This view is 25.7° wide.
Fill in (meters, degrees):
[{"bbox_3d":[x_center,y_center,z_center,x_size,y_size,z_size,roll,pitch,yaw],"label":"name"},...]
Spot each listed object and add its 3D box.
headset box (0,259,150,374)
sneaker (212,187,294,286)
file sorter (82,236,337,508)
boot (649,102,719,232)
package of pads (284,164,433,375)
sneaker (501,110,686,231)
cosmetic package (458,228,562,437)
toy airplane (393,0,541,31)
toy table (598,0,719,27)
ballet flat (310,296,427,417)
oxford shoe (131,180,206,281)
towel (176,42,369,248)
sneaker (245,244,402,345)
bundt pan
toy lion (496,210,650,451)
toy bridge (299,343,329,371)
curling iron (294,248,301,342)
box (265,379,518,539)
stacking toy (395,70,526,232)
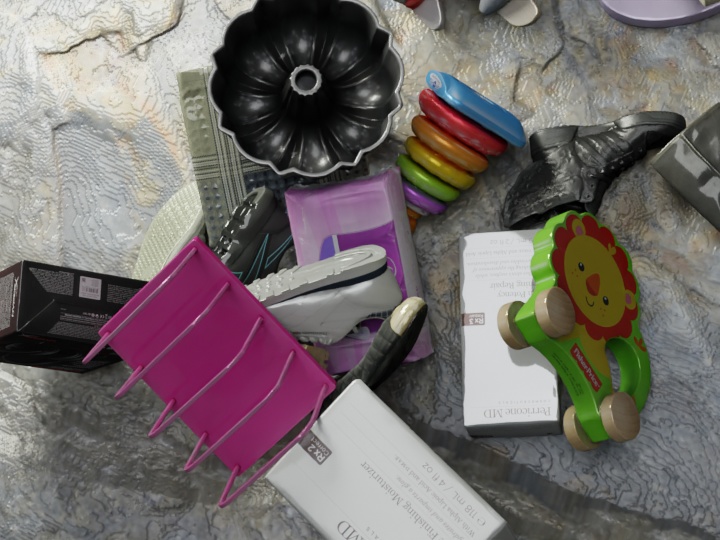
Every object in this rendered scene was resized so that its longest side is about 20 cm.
[{"bbox_3d":[-0.320,0.053,1.632,0.148,0.199,0.078,11,72,-32],"label":"headset box"},{"bbox_3d":[-0.134,0.012,1.645,0.079,0.075,0.201,40,83,-23],"label":"sneaker"},{"bbox_3d":[-0.144,0.100,1.489,0.139,0.126,0.200,-42,97,14],"label":"file sorter"},{"bbox_3d":[0.367,-0.044,1.586,0.182,0.073,0.200,-43,89,-17],"label":"boot"},{"bbox_3d":[0.000,0.000,1.625,0.119,0.076,0.202,-10,95,13],"label":"package of pads"},{"bbox_3d":[0.245,-0.100,1.650,0.198,0.060,0.105,-7,73,14],"label":"sneaker"},{"bbox_3d":[0.153,0.065,1.614,0.100,0.074,0.202,-4,73,9],"label":"cosmetic package"},{"bbox_3d":[0.104,-0.361,1.702,0.198,0.141,0.201,4,76,11],"label":"toy airplane"},{"bbox_3d":[0.342,-0.346,1.667,0.199,0.117,0.185,-30,71,2],"label":"toy table"},{"bbox_3d":[0.002,0.090,1.550,0.057,0.066,0.200,47,128,11],"label":"ballet flat"},{"bbox_3d":[-0.202,-0.007,1.713,0.075,0.058,0.202,-4,57,41],"label":"oxford shoe"},{"bbox_3d":[-0.088,-0.135,1.689,0.190,0.035,0.202,-10,99,-2],"label":"towel"},{"bbox_3d":[-0.056,0.041,1.571,0.198,0.077,0.081,-14,112,18],"label":"sneaker"},{"bbox_3d":[-0.054,-0.183,1.611,0.199,0.076,0.204,0,78,0],"label":"bundt pan"},{"bbox_3d":[0.229,0.049,1.572,0.068,0.192,0.201,-22,106,42],"label":"toy lion"},{"bbox_3d":[-0.106,0.086,1.636,0.199,0.067,0.028,3,82,43],"label":"toy bridge"},{"bbox_3d":[-0.073,0.057,1.685,0.049,0.025,0.202,16,83,36],"label":"curling iron"},{"bbox_3d":[0.036,0.234,1.522,0.199,0.200,0.131,42,85,18],"label":"box"},{"bbox_3d":[0.073,-0.100,1.667,0.109,0.116,0.201,28,103,-20],"label":"stacking toy"}]
